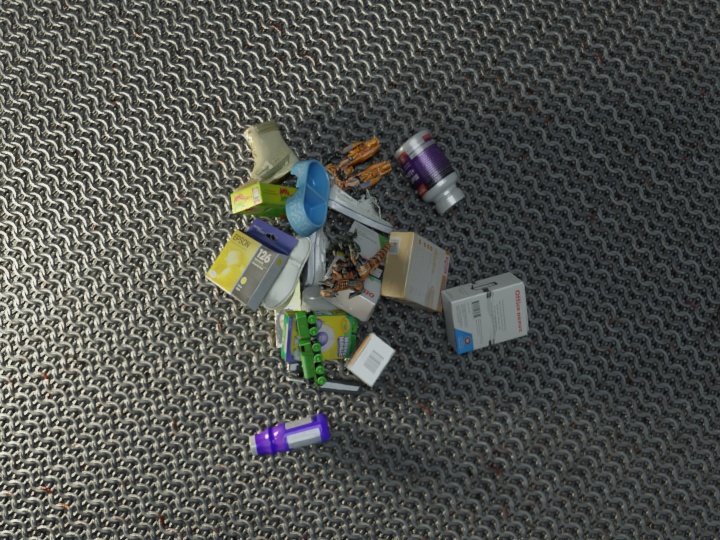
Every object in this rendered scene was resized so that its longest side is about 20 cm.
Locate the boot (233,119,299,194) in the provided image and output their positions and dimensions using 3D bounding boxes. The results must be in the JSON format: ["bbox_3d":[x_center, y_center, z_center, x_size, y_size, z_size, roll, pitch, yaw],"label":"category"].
[{"bbox_3d":[-0.269,-0.284,1.586,0.197,0.073,0.158,-32,87,-9],"label":"boot"}]

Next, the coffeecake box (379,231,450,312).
[{"bbox_3d":[0.140,0.007,1.522,0.071,0.198,0.159,4,79,36],"label":"coffeecake box"}]

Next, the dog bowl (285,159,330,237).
[{"bbox_3d":[-0.124,-0.184,1.504,0.049,0.111,0.206,-16,55,33],"label":"dog bowl"}]

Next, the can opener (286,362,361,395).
[{"bbox_3d":[-0.091,0.268,1.541,0.193,0.053,0.069,8,87,-5],"label":"can opener"}]

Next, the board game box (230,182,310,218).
[{"bbox_3d":[-0.211,-0.169,1.503,0.099,0.198,0.049,-14,83,33],"label":"board game box"}]

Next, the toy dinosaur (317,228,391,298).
[{"bbox_3d":[-0.018,-0.013,1.431,0.197,0.102,0.138,-26,84,-41],"label":"toy dinosaur"}]

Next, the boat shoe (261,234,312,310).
[{"bbox_3d":[-0.182,0.005,1.512,0.073,0.062,0.205,24,83,-5],"label":"boat shoe"}]

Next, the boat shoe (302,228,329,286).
[{"bbox_3d":[-0.110,-0.059,1.580,0.063,0.073,0.207,7,84,-21],"label":"boat shoe"}]

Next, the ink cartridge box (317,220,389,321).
[{"bbox_3d":[0.000,0.000,1.526,0.142,0.085,0.203,28,53,0],"label":"ink cartridge box"}]

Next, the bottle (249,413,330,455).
[{"bbox_3d":[-0.172,0.406,1.503,0.194,0.084,0.067,-13,84,-7],"label":"bottle"}]

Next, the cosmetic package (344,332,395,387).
[{"bbox_3d":[0.020,0.214,1.484,0.070,0.200,0.103,36,81,1],"label":"cosmetic package"}]

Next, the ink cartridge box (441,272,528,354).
[{"bbox_3d":[0.315,0.107,1.555,0.194,0.084,0.151,-14,110,-8],"label":"ink cartridge box"}]

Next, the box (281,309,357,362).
[{"bbox_3d":[-0.094,0.160,1.515,0.194,0.048,0.121,-1,107,-25],"label":"box"}]

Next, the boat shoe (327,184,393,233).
[{"bbox_3d":[0.008,-0.167,1.577,0.197,0.075,0.088,25,91,-15],"label":"boat shoe"}]

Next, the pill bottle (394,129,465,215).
[{"bbox_3d":[0.185,-0.251,1.600,0.110,0.111,0.203,-34,86,-8],"label":"pill bottle"}]

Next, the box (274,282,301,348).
[{"bbox_3d":[-0.184,0.092,1.558,0.073,0.050,0.207,-5,83,-6],"label":"box"}]

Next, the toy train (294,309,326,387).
[{"bbox_3d":[-0.121,0.189,1.466,0.055,0.042,0.206,-10,111,-9],"label":"toy train"}]

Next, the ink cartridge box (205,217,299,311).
[{"bbox_3d":[-0.270,-0.028,1.513,0.195,0.047,0.204,26,82,42],"label":"ink cartridge box"}]

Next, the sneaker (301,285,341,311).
[{"bbox_3d":[-0.060,0.084,1.567,0.194,0.076,0.091,-3,120,-21],"label":"sneaker"}]

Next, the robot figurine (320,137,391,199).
[{"bbox_3d":[-0.024,-0.262,1.610,0.196,0.058,0.148,-28,84,-8],"label":"robot figurine"}]
